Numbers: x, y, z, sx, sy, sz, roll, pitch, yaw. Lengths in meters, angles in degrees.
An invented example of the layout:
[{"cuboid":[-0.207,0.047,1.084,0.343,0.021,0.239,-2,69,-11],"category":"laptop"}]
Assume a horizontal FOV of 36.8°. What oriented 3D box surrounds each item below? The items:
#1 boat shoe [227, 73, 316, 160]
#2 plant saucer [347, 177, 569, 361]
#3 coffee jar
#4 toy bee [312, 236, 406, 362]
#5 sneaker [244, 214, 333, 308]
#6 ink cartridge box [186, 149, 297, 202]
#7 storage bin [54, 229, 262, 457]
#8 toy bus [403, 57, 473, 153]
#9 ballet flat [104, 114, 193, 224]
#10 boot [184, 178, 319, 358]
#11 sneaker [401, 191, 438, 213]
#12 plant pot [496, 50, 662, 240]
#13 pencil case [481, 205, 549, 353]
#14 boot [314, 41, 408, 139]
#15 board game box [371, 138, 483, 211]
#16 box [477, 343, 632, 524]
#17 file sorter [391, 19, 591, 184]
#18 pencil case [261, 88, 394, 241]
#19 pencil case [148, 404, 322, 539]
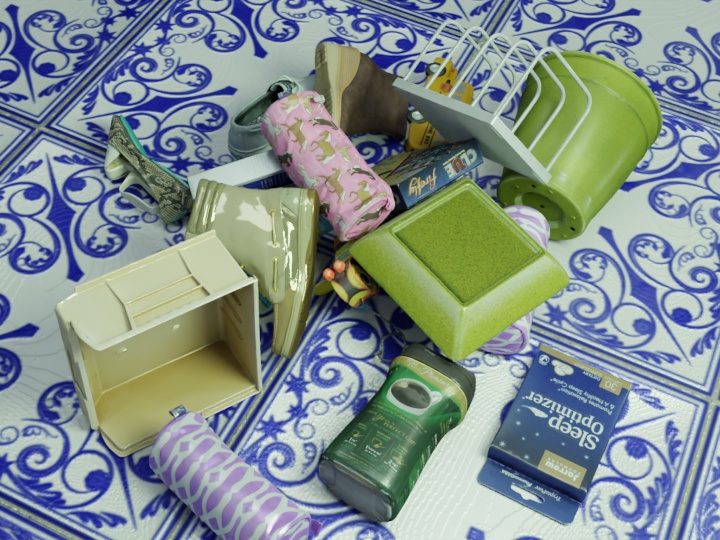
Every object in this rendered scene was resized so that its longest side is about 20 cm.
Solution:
[{"cuboid":[-0.105,-0.228,1.501,0.070,0.072,0.201,34,56,22],"category":"boat shoe"},{"cuboid":[0.121,-0.020,1.278,0.199,0.048,0.200,-31,63,-27],"category":"plant saucer"},{"cuboid":[0.046,0.176,1.219,0.104,0.086,0.200,27,54,21],"category":"coffee jar"},{"cuboid":[0.000,0.000,1.333,0.131,0.108,0.200,-50,37,6],"category":"toy bee"},{"cuboid":[-0.086,-0.022,1.364,0.198,0.080,0.132,-20,53,11],"category":"sneaker"},{"cuboid":[-0.122,-0.117,1.417,0.198,0.100,0.040,-17,69,-6],"category":"ink cartridge box"},{"cuboid":[-0.219,0.084,1.201,0.197,0.201,0.094,-25,55,-23],"category":"storage bin"},{"cuboid":[0.112,-0.219,1.563,0.077,0.065,0.201,15,51,8],"category":"toy bus"},{"cuboid":[-0.303,-0.135,1.471,0.075,0.068,0.200,-41,63,-8],"category":"ballet flat"},{"cuboid":[-0.133,-0.004,1.280,0.153,0.203,0.073,7,7,3],"category":"boot"},{"cuboid":[0.087,-0.058,1.419,0.075,0.081,0.202,5,49,2],"category":"sneaker"},{"cuboid":[0.277,-0.154,1.457,0.199,0.201,0.194,24,64,15],"category":"plant pot"},{"cuboid":[0.184,0.009,1.360,0.084,0.084,0.201,0,47,21],"category":"pencil case"},{"cuboid":[0.005,-0.214,1.519,0.165,0.072,0.202,19,64,-37],"category":"boot"},{"cuboid":[0.051,-0.118,1.412,0.135,0.035,0.199,-33,15,-26],"category":"board game box"},{"cuboid":[0.228,0.187,1.260,0.120,0.033,0.201,24,54,14],"category":"box"},{"cuboid":[0.169,-0.222,1.374,0.125,0.139,0.199,-55,42,-3],"category":"file sorter"},{"cuboid":[-0.040,-0.130,1.323,0.082,0.087,0.201,-21,66,-37],"category":"pencil case"},{"cuboid":[-0.141,0.236,1.164,0.200,0.085,0.085,40,35,24],"category":"pencil case"}]
